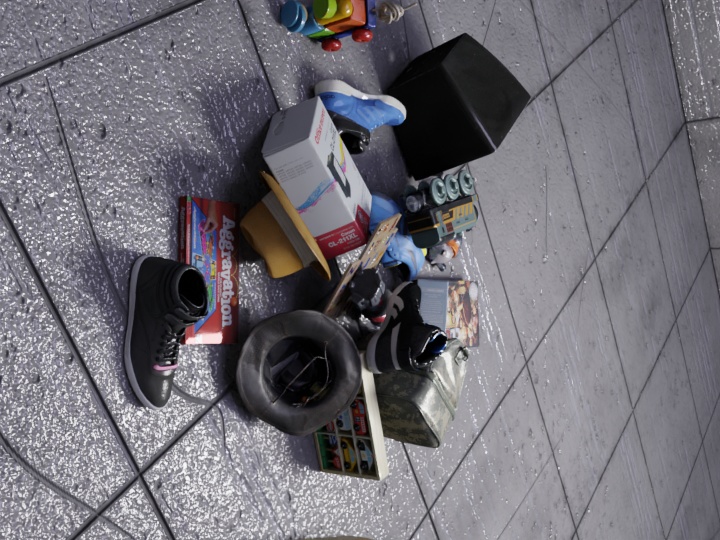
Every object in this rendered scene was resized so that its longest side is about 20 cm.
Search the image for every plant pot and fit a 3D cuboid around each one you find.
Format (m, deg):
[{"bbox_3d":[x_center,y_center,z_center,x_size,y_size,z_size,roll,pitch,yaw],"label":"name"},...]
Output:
[{"bbox_3d":[0.166,-0.315,1.604,0.178,0.198,0.201,53,48,-20],"label":"plant pot"}]

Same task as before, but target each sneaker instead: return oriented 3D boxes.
[{"bbox_3d":[-0.244,0.080,1.101,0.070,0.098,0.204,1,88,-54],"label":"sneaker"},{"bbox_3d":[0.093,0.091,1.354,0.201,0.110,0.074,-61,140,-47],"label":"sneaker"},{"bbox_3d":[0.052,-0.057,1.527,0.201,0.065,0.079,52,53,-37],"label":"sneaker"},{"bbox_3d":[0.003,-0.244,1.461,0.198,0.076,0.113,9,75,-48],"label":"sneaker"}]

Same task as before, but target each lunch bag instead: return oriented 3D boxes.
[{"bbox_3d":[0.069,0.179,1.430,0.169,0.198,0.140,-56,132,-33],"label":"lunch bag"}]

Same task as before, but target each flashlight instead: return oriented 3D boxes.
[{"bbox_3d":[0.023,0.041,1.411,0.200,0.067,0.069,68,5,-73],"label":"flashlight"}]

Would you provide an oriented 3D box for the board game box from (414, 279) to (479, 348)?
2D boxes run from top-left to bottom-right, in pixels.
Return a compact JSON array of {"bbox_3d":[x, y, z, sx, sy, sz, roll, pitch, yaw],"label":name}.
[{"bbox_3d":[0.170,0.088,1.695,0.199,0.034,0.138,1,87,-53],"label":"board game box"}]

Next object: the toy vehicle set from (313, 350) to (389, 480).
[{"bbox_3d":[-0.026,0.225,1.356,0.026,0.123,0.203,-20,103,-50],"label":"toy vehicle set"}]

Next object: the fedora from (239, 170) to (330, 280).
[{"bbox_3d":[-0.120,-0.048,1.254,0.081,0.201,0.202,-33,120,-5],"label":"fedora"}]

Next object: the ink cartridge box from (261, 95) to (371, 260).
[{"bbox_3d":[-0.062,-0.143,1.327,0.147,0.082,0.201,-84,150,-54],"label":"ink cartridge box"}]

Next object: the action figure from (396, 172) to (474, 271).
[{"bbox_3d":[0.154,-0.103,1.636,0.200,0.103,0.196,49,41,-43],"label":"action figure"}]

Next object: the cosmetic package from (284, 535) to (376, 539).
[{"bbox_3d":[-0.044,0.458,1.336,0.199,0.104,0.072,18,73,-52],"label":"cosmetic package"}]

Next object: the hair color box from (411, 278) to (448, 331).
[{"bbox_3d":[0.118,0.119,1.555,0.099,0.060,0.203,149,-56,-85],"label":"hair color box"}]

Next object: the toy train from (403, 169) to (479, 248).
[{"bbox_3d":[0.148,-0.110,1.540,0.199,0.084,0.116,-22,98,-53],"label":"toy train"}]

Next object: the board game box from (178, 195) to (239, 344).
[{"bbox_3d":[-0.212,0.002,1.213,0.102,0.019,0.203,5,84,-54],"label":"board game box"}]

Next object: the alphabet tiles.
[{"bbox_3d":[0.000,0.000,1.366,0.202,0.008,0.167,-60,168,21],"label":"alphabet tiles"}]

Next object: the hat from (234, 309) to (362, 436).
[{"bbox_3d":[-0.099,0.140,1.288,0.198,0.081,0.204,-6,107,-19],"label":"hat"}]

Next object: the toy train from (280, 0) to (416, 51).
[{"bbox_3d":[-0.024,-0.408,1.344,0.115,0.198,0.086,-4,91,-47],"label":"toy train"}]
